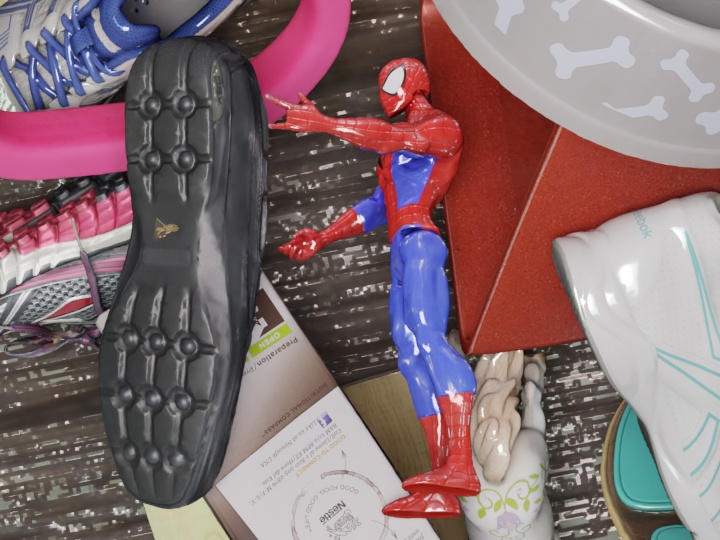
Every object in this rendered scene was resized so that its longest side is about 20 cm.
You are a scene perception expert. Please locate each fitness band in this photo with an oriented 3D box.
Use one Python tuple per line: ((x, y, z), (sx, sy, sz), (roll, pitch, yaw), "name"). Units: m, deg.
((-0.097, -0.100, 1.247), (0.199, 0.038, 0.144), (-8, 139, -30), "fitness band")

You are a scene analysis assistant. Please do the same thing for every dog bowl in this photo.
((0.117, -0.136, 1.099), (0.199, 0.201, 0.059), (30, 140, -1), "dog bowl")

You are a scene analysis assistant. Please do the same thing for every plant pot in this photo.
((0.139, -0.095, 1.231), (0.175, 0.201, 0.200), (2, 145, -12), "plant pot")

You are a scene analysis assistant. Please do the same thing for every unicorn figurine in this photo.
((0.076, 0.117, 1.319), (0.073, 0.138, 0.200), (-22, 133, 14), "unicorn figurine")

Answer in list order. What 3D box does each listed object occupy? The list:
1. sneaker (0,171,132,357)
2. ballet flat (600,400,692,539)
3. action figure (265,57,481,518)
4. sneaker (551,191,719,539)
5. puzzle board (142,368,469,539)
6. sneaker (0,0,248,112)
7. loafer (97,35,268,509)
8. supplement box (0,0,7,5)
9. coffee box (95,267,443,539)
((-0.145, 0.009, 1.350), (0.199, 0.081, 0.075), (-25, 109, 10), "sneaker")
((0.142, 0.128, 1.304), (0.068, 0.201, 0.063), (3, 127, 2), "ballet flat")
((0.000, 0.000, 1.232), (0.098, 0.065, 0.202), (5, 70, -12), "action figure")
((0.149, 0.051, 1.193), (0.080, 0.071, 0.201), (-26, 128, 4), "sneaker")
((-0.012, 0.160, 1.397), (0.150, 0.017, 0.201), (-17, 99, 6), "puzzle board")
((-0.123, -0.114, 1.323), (0.200, 0.088, 0.075), (-37, 97, 11), "sneaker")
((-0.069, 0.001, 1.234), (0.068, 0.070, 0.202), (5, 94, 28), "loafer")
((-0.254, -0.183, 1.248), (0.199, 0.201, 0.134), (-34, 139, 9), "supplement box")
((-0.028, 0.095, 1.298), (0.080, 0.113, 0.201), (-33, 73, -3), "coffee box")
